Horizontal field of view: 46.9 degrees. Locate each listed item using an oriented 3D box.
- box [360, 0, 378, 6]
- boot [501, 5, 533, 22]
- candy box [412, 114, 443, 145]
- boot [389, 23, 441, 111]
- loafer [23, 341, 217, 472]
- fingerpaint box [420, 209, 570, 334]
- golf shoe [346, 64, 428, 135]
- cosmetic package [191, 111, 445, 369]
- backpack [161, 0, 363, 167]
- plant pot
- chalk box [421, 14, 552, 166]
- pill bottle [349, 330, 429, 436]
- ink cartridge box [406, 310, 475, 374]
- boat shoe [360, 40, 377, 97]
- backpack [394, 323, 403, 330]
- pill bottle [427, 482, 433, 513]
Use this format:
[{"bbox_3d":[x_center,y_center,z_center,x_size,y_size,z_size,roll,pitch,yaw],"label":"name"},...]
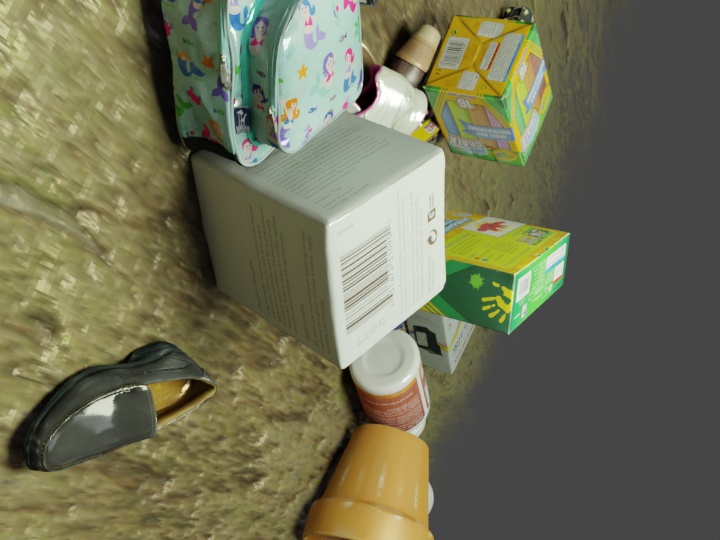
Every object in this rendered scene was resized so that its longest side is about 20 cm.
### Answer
[{"bbox_3d":[0.011,-0.426,0.913,0.159,0.049,0.202,-60,152,-29],"label":"box"},{"bbox_3d":[0.244,-0.393,1.416,0.204,0.072,0.157,51,56,-66],"label":"boot"},{"bbox_3d":[0.094,-0.190,1.214,0.102,0.026,0.200,-49,177,42],"label":"candy box"},{"bbox_3d":[0.074,-0.240,1.177,0.169,0.072,0.200,-60,159,2],"label":"boot"},{"bbox_3d":[-0.211,0.124,0.749,0.199,0.071,0.075,-35,137,-54],"label":"loafer"},{"bbox_3d":[0.140,-0.005,0.994,0.199,0.163,0.075,-27,126,-56],"label":"fingerpaint box"},{"bbox_3d":[-0.016,-0.152,0.960,0.200,0.076,0.091,-45,127,11],"label":"golf shoe"},{"bbox_3d":[-0.038,-0.046,0.829,0.164,0.198,0.168,-34,136,-34],"label":"cosmetic package"},{"bbox_3d":[-0.087,-0.212,0.734,0.178,0.148,0.204,-46,140,-43],"label":"backpack"},{"bbox_3d":[0.028,0.348,1.278,0.202,0.195,0.187,67,34,-55],"label":"plant pot"},{"bbox_3d":[0.185,-0.233,1.150,0.127,0.121,0.200,-66,149,-16],"label":"chalk box"},{"bbox_3d":[0.051,0.189,1.307,0.113,0.110,0.202,-58,152,-29],"label":"pill bottle"},{"bbox_3d":[0.147,0.062,1.470,0.147,0.081,0.202,-59,151,-30],"label":"ink cartridge box"},{"bbox_3d":[-0.008,-0.202,1.007,0.072,0.063,0.202,-18,140,-6],"label":"boat shoe"},{"bbox_3d":[0.000,0.000,1.058,0.199,0.132,0.187,-38,137,-48],"label":"backpack"},{"bbox_3d":[0.062,0.394,1.455,0.117,0.112,0.200,-69,155,-9],"label":"pill bottle"}]
